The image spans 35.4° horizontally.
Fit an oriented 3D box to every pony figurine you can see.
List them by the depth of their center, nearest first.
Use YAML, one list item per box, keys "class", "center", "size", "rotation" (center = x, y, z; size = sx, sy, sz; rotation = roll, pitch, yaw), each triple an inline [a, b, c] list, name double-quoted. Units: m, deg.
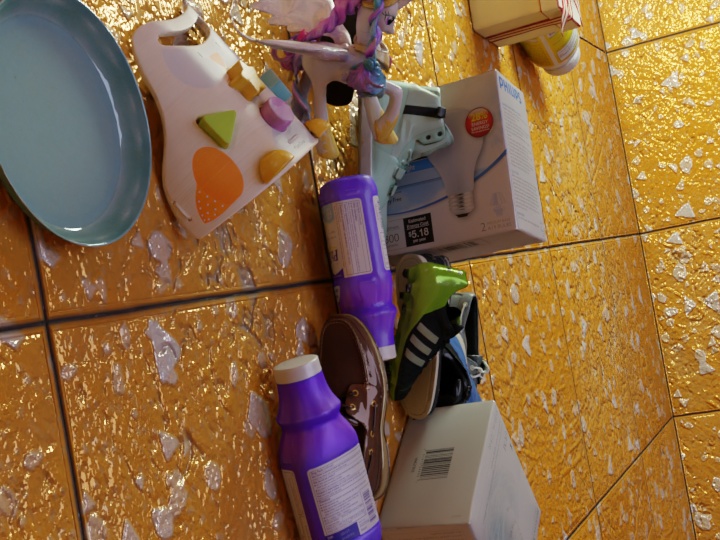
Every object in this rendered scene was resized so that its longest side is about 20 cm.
- class: "pony figurine"
  center: [-0.035, -0.222, 1.179]
  size: [0.168, 0.189, 0.203]
  rotation: [-87, -178, -54]

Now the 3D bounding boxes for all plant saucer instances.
- class: "plant saucer"
  center: [-0.230, -0.116, 0.871]
  size: [0.200, 0.027, 0.204]
  rotation: [40, 44, -55]

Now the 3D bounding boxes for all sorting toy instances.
- class: "sorting toy"
  center: [-0.133, -0.161, 1.055]
  size: [0.181, 0.106, 0.200]
  rotation: [53, 30, -10]

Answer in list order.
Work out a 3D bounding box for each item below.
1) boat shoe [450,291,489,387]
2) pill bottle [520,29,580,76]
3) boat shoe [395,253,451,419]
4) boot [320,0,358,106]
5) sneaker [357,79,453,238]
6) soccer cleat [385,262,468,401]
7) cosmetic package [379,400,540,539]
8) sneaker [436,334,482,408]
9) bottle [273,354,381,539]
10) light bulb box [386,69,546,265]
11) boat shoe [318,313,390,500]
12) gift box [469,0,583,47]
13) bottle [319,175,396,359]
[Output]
- class: "boat shoe"
  center: [0.144, 0.128, 1.553]
  size: [0.073, 0.061, 0.204]
  rotation: [11, 70, -64]
- class: "pill bottle"
  center: [0.371, -0.476, 2.249]
  size: [0.200, 0.111, 0.114]
  rotation: [41, 44, -55]
- class: "boat shoe"
  center: [0.084, 0.081, 1.393]
  size: [0.067, 0.071, 0.204]
  rotation: [-2, 94, -46]
- class: "boot"
  center: [-0.011, -0.326, 1.329]
  size: [0.187, 0.063, 0.203]
  rotation: [119, -20, -61]
- class: "sneaker"
  center: [0.055, -0.124, 1.351]
  size: [0.074, 0.116, 0.204]
  rotation: [-104, -165, -75]
- class: "soccer cleat"
  center: [0.075, 0.078, 1.315]
  size: [0.068, 0.079, 0.202]
  rotation: [-97, -165, -51]
- class: "cosmetic package"
  center: [0.128, 0.305, 1.375]
  size: [0.201, 0.121, 0.202]
  rotation: [-68, 141, -50]
- class: "sneaker"
  center: [0.123, 0.179, 1.464]
  size: [0.111, 0.076, 0.204]
  rotation: [-21, 95, -71]
- class: "bottle"
  center: [-0.039, 0.186, 1.111]
  size: [0.083, 0.065, 0.204]
  rotation: [-22, 101, -38]
- class: "light bulb box"
  center: [0.115, -0.122, 1.431]
  size: [0.124, 0.195, 0.204]
  rotation: [15, 66, -64]
- class: "boat shoe"
  center: [-0.011, 0.147, 1.191]
  size: [0.067, 0.071, 0.204]
  rotation: [1, 82, -67]
- class: "gift box"
  center: [0.304, -0.498, 2.021]
  size: [0.184, 0.184, 0.204]
  rotation: [-9, 87, -65]
- class: "bottle"
  center: [0.000, 0.000, 1.254]
  size: [0.084, 0.064, 0.204]
  rotation: [157, -76, -83]
